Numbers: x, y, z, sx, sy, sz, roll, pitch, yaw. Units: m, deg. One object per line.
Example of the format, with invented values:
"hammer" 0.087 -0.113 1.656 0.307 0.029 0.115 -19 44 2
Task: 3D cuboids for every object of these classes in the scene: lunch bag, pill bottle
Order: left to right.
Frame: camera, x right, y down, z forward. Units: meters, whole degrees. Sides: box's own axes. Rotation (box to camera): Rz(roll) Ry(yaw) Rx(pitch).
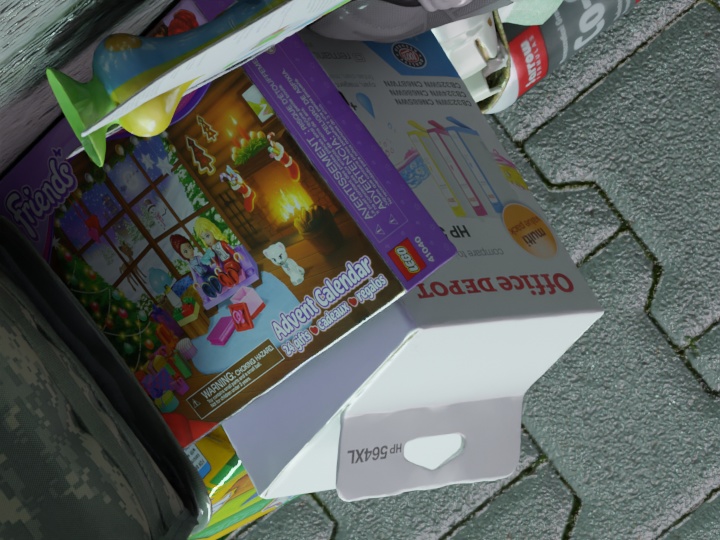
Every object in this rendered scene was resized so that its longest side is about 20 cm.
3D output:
"lunch bag" -0.146 0.067 0.865 0.117 0.164 0.200 -36 -178 4
"pill bottle" 0.090 -0.172 1.401 0.200 0.114 0.114 -39 -178 -16

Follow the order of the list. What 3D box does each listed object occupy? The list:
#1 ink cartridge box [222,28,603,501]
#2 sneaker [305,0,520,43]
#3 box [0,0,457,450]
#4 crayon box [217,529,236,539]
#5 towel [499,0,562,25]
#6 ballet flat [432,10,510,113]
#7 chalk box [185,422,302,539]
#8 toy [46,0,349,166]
"ink cartridge box" 0.000 0.000 0.978 0.128 0.201 0.125 -5 145 -45
"sneaker" 0.025 -0.140 0.981 0.079 0.074 0.200 -27 179 21
"box" -0.069 -0.013 0.885 0.039 0.137 0.200 -36 180 -45
"crayon box" -0.137 0.071 1.161 0.051 0.200 0.127 -36 -177 42
"towel" 0.064 -0.163 1.219 0.199 0.023 0.152 -13 165 -36
"ballet flat" 0.048 -0.123 1.151 0.071 0.071 0.200 -38 167 0
"chalk box" -0.059 0.047 1.085 0.200 0.124 0.125 -21 158 -50
"toy" -0.017 -0.106 0.725 0.200 0.047 0.115 -35 -176 -11
